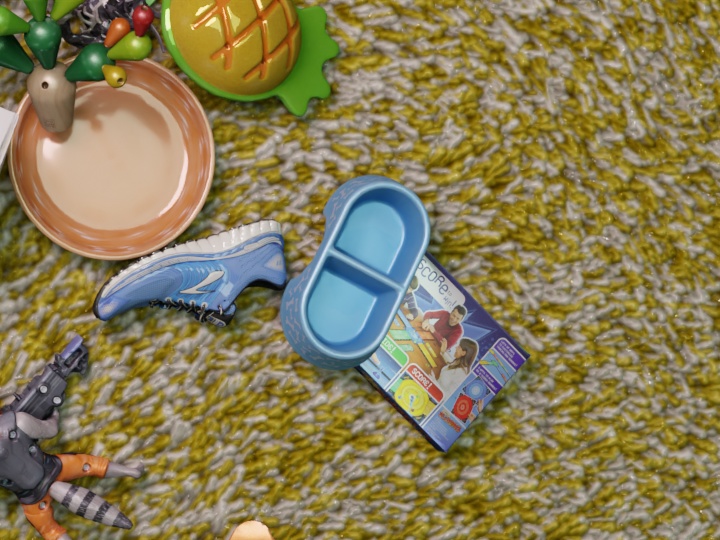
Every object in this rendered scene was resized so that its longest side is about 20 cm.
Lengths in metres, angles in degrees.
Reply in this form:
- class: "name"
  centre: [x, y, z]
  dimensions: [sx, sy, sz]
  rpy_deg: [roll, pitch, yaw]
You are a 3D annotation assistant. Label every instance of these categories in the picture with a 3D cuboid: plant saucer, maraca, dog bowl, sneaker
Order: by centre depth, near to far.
- class: "sneaker"
  centre: [-0.160, 0.017, 1.571]
  dimensions: [0.198, 0.079, 0.090]
  rpy_deg: [-17, 90, -14]
- class: "plant saucer"
  centre: [-0.241, -0.110, 1.576]
  dimensions: [0.198, 0.037, 0.202]
  rpy_deg: [1, 88, -13]
- class: "maraca"
  centre: [-0.105, -0.227, 1.581]
  dimensions: [0.199, 0.107, 0.138]
  rpy_deg: [20, 79, -33]
- class: "dog bowl"
  centre: [0.000, 0.000, 1.589]
  dimensions: [0.111, 0.050, 0.201]
  rpy_deg: [27, 81, -11]

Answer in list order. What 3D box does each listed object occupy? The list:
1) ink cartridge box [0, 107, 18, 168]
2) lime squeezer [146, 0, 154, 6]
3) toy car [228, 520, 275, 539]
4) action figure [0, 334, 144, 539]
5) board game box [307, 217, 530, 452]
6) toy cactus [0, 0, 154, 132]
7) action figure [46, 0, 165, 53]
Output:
- class: "ink cartridge box"
  centre: [-0.404, -0.071, 1.454]
  dimensions: [0.144, 0.085, 0.201]
  rpy_deg: [21, 128, -12]
- class: "lime squeezer"
  centre: [-0.127, -0.319, 1.610]
  dimensions: [0.198, 0.038, 0.071]
  rpy_deg: [-18, 93, -14]
- class: "toy car"
  centre: [-0.127, 0.331, 1.551]
  dimensions: [0.175, 0.185, 0.201]
  rpy_deg: [-3, 48, 5]
- class: "action figure"
  centre: [-0.291, 0.164, 1.524]
  dimensions: [0.193, 0.104, 0.201]
  rpy_deg: [35, 84, -20]
- class: "board game box"
  centre: [0.057, 0.065, 1.644]
  dimensions: [0.200, 0.034, 0.135]
  rpy_deg: [46, 78, -9]
- class: "toy cactus"
  centre: [-0.281, -0.189, 1.470]
  dimensions: [0.198, 0.166, 0.103]
  rpy_deg: [1, 48, -1]
- class: "action figure"
  centre: [-0.270, -0.269, 1.534]
  dimensions: [0.198, 0.102, 0.120]
  rpy_deg: [18, 64, -7]
